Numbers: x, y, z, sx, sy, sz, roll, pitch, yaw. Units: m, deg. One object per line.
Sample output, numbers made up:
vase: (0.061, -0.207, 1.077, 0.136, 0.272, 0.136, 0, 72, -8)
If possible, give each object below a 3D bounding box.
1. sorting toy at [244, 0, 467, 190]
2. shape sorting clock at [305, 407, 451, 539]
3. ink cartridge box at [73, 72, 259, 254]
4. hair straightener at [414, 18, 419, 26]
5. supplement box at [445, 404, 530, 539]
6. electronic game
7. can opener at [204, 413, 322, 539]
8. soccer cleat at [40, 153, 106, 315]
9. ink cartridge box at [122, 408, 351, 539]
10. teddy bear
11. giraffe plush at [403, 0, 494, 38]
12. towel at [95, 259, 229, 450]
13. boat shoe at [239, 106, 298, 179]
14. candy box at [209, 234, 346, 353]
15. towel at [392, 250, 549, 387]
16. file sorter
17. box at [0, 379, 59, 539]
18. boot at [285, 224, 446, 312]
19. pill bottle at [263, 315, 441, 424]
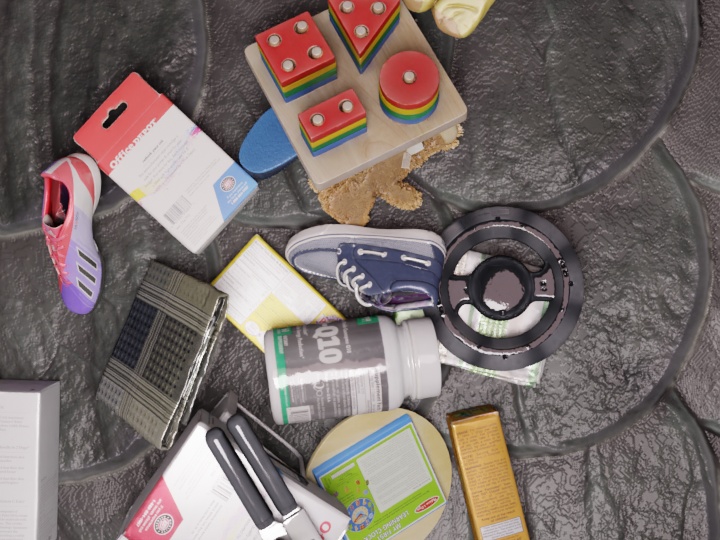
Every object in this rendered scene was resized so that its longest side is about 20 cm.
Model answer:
sorting toy: (-0.007, -0.227, 1.178, 0.198, 0.070, 0.201, -26, 72, -7)
shape sorting clock: (0.021, 0.264, 1.256, 0.199, 0.039, 0.201, -2, 96, -22)
ink cartridge box: (-0.233, -0.129, 1.243, 0.200, 0.067, 0.116, 43, 89, -3)
hair straightener: (0.033, -0.298, 1.271, 0.077, 0.041, 0.201, -23, 88, -2)
supplement box: (0.160, 0.272, 1.270, 0.068, 0.067, 0.201, -16, 93, -2)
electronic game: (0.171, 0.022, 1.252, 0.199, 0.042, 0.201, -1, 85, 6)
can opener: (-0.089, 0.242, 1.044, 0.053, 0.067, 0.201, -31, 97, -7)
soccer cleat: (-0.347, -0.036, 1.214, 0.068, 0.073, 0.201, 14, 112, 20)
ink cartridge box: (-0.134, 0.268, 1.115, 0.200, 0.086, 0.148, 36, 88, -10)
teddy bear: (0.030, -0.141, 1.251, 0.145, 0.067, 0.201, 27, 101, -26)
giraffe plush: (0.144, -0.381, 1.218, 0.199, 0.162, 0.173, -20, 100, 19)
towel: (-0.230, 0.096, 1.201, 0.034, 0.200, 0.194, 23, 89, -38)
boat shoe: (-0.059, -0.176, 1.236, 0.200, 0.069, 0.084, -41, 74, -11)
candy box: (-0.091, 0.060, 1.274, 0.200, 0.026, 0.102, 44, 87, -3)
towel: (0.143, 0.052, 1.288, 0.199, 0.031, 0.150, 14, 88, -1)
file sorter: (-0.175, 0.269, 1.221, 0.124, 0.139, 0.200, 41, 89, -6)
box: (-0.434, 0.235, 1.228, 0.123, 0.097, 0.201, 2, 92, -2)
boot: (0.000, 0.000, 1.221, 0.199, 0.073, 0.091, -2, 49, 15)
pill bottle: (-0.010, 0.114, 1.212, 0.199, 0.113, 0.114, -7, 92, -5)
